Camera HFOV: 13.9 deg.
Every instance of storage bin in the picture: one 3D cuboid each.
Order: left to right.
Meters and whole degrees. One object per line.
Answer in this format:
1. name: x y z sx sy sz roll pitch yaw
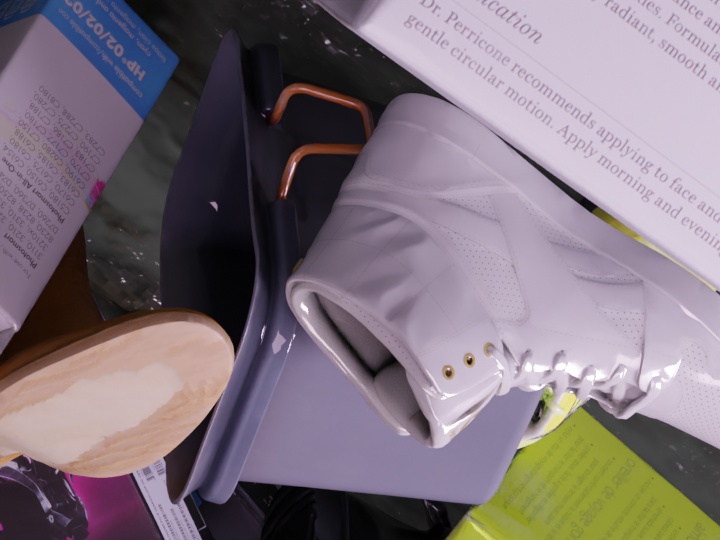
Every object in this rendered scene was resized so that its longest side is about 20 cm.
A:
1. storage bin: 0.000 0.000 1.223 0.134 0.200 0.146 11 126 -15

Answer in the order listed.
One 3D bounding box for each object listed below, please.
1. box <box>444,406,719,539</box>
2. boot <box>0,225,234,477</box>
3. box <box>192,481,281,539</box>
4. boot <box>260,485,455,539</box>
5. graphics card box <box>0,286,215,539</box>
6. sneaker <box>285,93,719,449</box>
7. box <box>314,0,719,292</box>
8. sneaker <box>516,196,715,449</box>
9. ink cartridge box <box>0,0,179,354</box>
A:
1. box: 0.136 0.157 1.314 0.200 0.122 0.048 40 124 5
2. boot: -0.123 0.022 1.190 0.071 0.144 0.201 35 130 -29
3. box: -0.133 0.128 1.406 0.200 0.046 0.159 -26 118 22
4. boot: 0.037 0.185 1.329 0.162 0.198 0.073 19 137 -23
5. graphics card box: -0.157 0.078 1.318 0.125 0.051 0.200 -26 90 22
6. sneaker: 0.065 0.036 1.120 0.200 0.116 0.074 35 151 -3
7. box: 0.091 -0.103 1.106 0.199 0.200 0.131 35 95 -16
8. sneaker: 0.095 0.029 1.293 0.075 0.076 0.200 38 119 -17
9. ink cartridge box: -0.168 -0.026 1.192 0.115 0.200 0.068 -19 124 43
